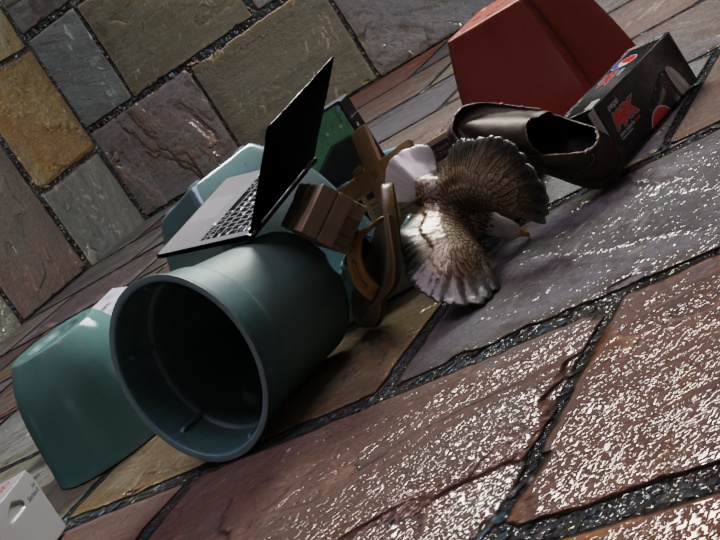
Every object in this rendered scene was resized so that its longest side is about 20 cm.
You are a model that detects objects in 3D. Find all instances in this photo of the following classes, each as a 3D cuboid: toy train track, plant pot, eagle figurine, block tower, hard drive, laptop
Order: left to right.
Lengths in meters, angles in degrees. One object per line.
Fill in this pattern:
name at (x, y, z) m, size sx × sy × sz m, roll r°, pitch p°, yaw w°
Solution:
plant pot at (-0.343, 0.148, 1.730) m, size 0.199 × 0.162 × 0.201 m, roll -33°, pitch 11°, yaw 7°
plant pot at (-0.121, 0.063, 1.422) m, size 0.199 × 0.202 × 0.196 m, roll -24°, pitch 6°, yaw 40°
laptop at (-0.124, -0.123, 1.493) m, size 0.198 × 0.117 × 0.188 m, roll -11°, pitch 25°, yaw 28°
plant pot at (-0.132, -0.035, 1.703) m, size 0.196 × 0.201 × 0.196 m, roll -41°, pitch 2°, yaw -34°
block tower at (-0.041, -0.056, 1.446) m, size 0.058 × 0.054 × 0.200 m, roll -63°, pitch 10°, yaw 1°
hard drive at (-0.022, -0.108, 1.769) m, size 0.139 × 0.201 × 0.038 m, roll -29°, pitch 12°, yaw 26°
toy train track at (-0.003, -0.087, 1.551) m, size 0.199 × 0.116 × 0.032 m, roll -33°, pitch -20°, yaw 36°
eagle figurine at (0.108, -0.057, 1.393) m, size 0.149 × 0.154 × 0.200 m, roll -13°, pitch 7°, yaw 1°
plant pot at (0.230, -0.279, 1.820) m, size 0.199 × 0.177 × 0.200 m, roll -26°, pitch 14°, yaw 36°

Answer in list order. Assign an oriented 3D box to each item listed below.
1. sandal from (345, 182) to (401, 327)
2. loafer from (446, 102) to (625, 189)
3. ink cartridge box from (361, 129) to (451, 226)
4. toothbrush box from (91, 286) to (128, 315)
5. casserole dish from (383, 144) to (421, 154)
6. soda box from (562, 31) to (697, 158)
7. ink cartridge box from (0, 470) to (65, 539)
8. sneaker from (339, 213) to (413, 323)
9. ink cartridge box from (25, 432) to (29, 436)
sandal at (0.006, -0.008, 1.412) m, size 0.053 × 0.081 × 0.201 m, roll 0°, pitch -36°, yaw -13°
loafer at (0.179, -0.145, 1.430) m, size 0.198 × 0.071 × 0.074 m, roll 13°, pitch 67°, yaw 27°
ink cartridge box at (0.112, -0.117, 1.615) m, size 0.164 × 0.076 × 0.199 m, roll -29°, pitch -5°, yaw 28°
toothbrush box at (-0.276, 0.079, 1.871) m, size 0.198 × 0.086 × 0.147 m, roll -8°, pitch 22°, yaw 23°
casserole dish at (0.066, -0.141, 1.916) m, size 0.120 × 0.039 × 0.199 m, roll 6°, pitch 18°, yaw 32°
soda box at (0.294, -0.185, 1.515) m, size 0.063 × 0.071 × 0.200 m, roll -23°, pitch 16°, yaw 48°
ink cartridge box at (-0.433, 0.320, 1.469) m, size 0.199 × 0.085 × 0.146 m, roll -31°, pitch 12°, yaw 15°
sneaker at (0.000, 0.000, 1.563) m, size 0.199 × 0.082 × 0.074 m, roll -31°, pitch 11°, yaw 16°
ink cartridge box at (-0.360, 0.177, 1.955) m, size 0.199 × 0.057 × 0.163 m, roll -32°, pitch 11°, yaw 30°
